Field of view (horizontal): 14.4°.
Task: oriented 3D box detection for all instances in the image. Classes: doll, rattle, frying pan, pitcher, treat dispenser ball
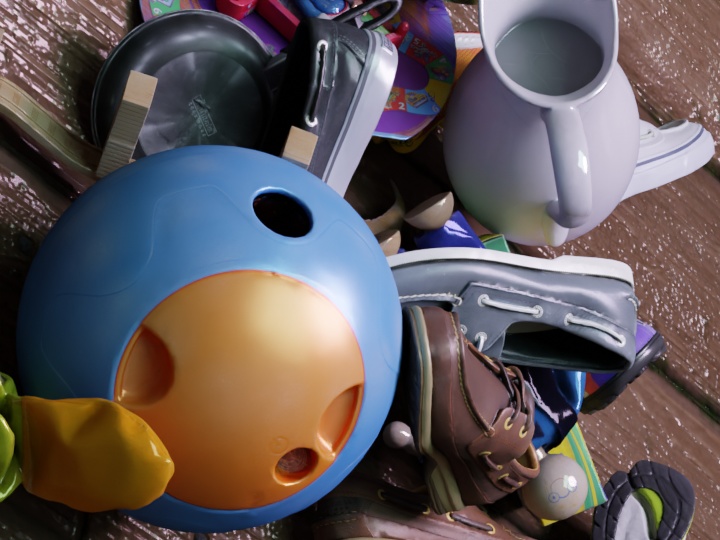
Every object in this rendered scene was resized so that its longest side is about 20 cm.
[{"bbox_3d":[0.068,0.060,1.662,0.136,0.048,0.200,-34,98,-16],"label":"doll"},{"bbox_3d":[-0.213,0.088,1.335,0.200,0.143,0.130,24,96,-52],"label":"rattle"},{"bbox_3d":[-0.060,-0.093,1.615,0.190,0.031,0.115,-6,106,-20],"label":"frying pan"},{"bbox_3d":[0.113,-0.076,1.710,0.200,0.121,0.172,90,-3,-63],"label":"pitcher"},{"bbox_3d":[-0.078,0.036,1.475,0.201,0.201,0.201,24,57,-43],"label":"treat dispenser ball"}]

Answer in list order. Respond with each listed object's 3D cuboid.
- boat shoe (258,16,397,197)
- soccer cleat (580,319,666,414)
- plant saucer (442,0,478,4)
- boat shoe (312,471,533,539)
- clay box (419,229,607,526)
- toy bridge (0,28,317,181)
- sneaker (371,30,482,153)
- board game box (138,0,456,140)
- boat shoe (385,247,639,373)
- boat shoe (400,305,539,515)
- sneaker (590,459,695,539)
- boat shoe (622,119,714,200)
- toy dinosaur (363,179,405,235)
[{"bbox_3d":[-0.043,-0.047,1.591,0.057,0.069,0.200,20,96,-24],"label":"boat shoe"},{"bbox_3d":[0.136,0.039,1.775,0.073,0.068,0.200,50,-2,-7],"label":"soccer cleat"},{"bbox_3d":[-0.004,-0.224,1.717,0.200,0.031,0.200,25,19,-9],"label":"plant saucer"},{"bbox_3d":[0.052,0.158,1.672,0.200,0.072,0.068,15,63,-44],"label":"boat shoe"},{"bbox_3d":[0.090,0.052,1.747,0.115,0.048,0.200,-155,-135,-87],"label":"clay box"},{"bbox_3d":[-0.128,-0.075,1.536,0.200,0.067,0.027,18,45,-7],"label":"toy bridge"},{"bbox_3d":[0.015,-0.111,1.760,0.200,0.073,0.077,-4,91,-46],"label":"sneaker"},{"bbox_3d":[-0.030,-0.158,1.673,0.200,0.039,0.158,7,54,-19],"label":"board game box"},{"bbox_3d":[0.069,0.028,1.595,0.200,0.073,0.062,1,68,-26],"label":"boat shoe"},{"bbox_3d":[0.060,0.071,1.546,0.200,0.067,0.072,73,8,-62],"label":"boat shoe"},{"bbox_3d":[0.157,0.220,1.780,0.200,0.074,0.081,-58,158,-28],"label":"sneaker"},{"bbox_3d":[0.173,-0.082,1.930,0.200,0.073,0.067,-26,97,-51],"label":"boat shoe"},{"bbox_3d":[0.000,0.000,1.701,0.200,0.058,0.101,-27,95,-52],"label":"toy dinosaur"}]
